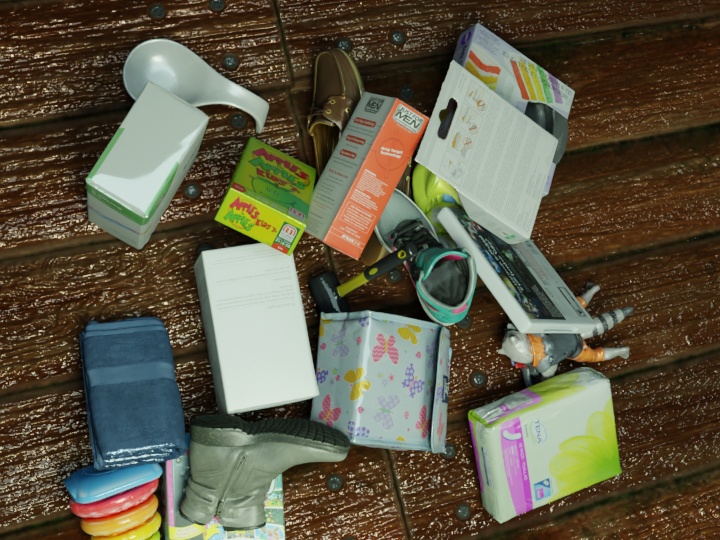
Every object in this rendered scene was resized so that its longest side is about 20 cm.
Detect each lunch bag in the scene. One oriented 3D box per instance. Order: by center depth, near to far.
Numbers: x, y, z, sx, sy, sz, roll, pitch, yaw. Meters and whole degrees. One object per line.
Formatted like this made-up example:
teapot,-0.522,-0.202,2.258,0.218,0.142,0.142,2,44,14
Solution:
lunch bag,0.045,0.146,1.358,0.199,0.127,0.171,16,76,-41

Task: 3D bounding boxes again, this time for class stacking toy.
stacking toy,-0.279,0.329,1.267,0.109,0.116,0.201,-17,100,-23

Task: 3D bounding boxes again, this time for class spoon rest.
spoon rest,-0.215,-0.241,1.389,0.199,0.061,0.100,18,76,-13

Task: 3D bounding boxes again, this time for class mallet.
mallet,0.000,0.000,1.346,0.041,0.200,0.066,-22,77,-43

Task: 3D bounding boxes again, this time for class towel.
towel,-0.276,0.146,1.271,0.111,0.049,0.201,-4,49,-18

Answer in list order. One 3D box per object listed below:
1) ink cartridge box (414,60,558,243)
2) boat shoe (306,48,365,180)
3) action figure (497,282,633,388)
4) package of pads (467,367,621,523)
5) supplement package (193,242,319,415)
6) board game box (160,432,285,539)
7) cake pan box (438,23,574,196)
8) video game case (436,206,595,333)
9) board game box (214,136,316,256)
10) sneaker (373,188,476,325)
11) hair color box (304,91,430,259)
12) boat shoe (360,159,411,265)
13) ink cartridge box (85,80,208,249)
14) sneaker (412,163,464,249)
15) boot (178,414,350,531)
ink cartridge box,0.159,-0.152,1.374,0.199,0.050,0.162,30,66,-23
boat shoe,-0.035,-0.205,1.418,0.067,0.072,0.201,-1,82,-44
action figure,0.270,0.069,1.454,0.193,0.104,0.201,-18,89,-28
package of pads,0.248,0.228,1.411,0.199,0.068,0.155,-18,111,-18
supplement package,-0.135,0.074,1.329,0.116,0.117,0.201,-8,83,-16
board game box,-0.172,0.301,1.310,0.147,0.064,0.201,-2,80,-16
cake pan box,0.203,-0.218,1.477,0.199,0.052,0.185,31,66,-22
video game case,0.207,0.002,1.384,0.181,0.023,0.200,5,45,-52
board game box,-0.116,-0.098,1.327,0.101,0.200,0.048,26,113,-10
sneaker,0.081,-0.023,1.328,0.083,0.121,0.201,-32,90,-12
hair color box,0.001,-0.124,1.346,0.061,0.101,0.201,26,92,-28
boat shoe,0.042,-0.103,1.432,0.070,0.070,0.201,8,86,-40
ink cartridge box,-0.264,-0.122,1.283,0.087,0.200,0.146,30,75,-5
sneaker,0.129,-0.059,1.448,0.105,0.076,0.201,-11,104,-40
boot,-0.114,0.246,1.255,0.199,0.068,0.132,4,101,-1
